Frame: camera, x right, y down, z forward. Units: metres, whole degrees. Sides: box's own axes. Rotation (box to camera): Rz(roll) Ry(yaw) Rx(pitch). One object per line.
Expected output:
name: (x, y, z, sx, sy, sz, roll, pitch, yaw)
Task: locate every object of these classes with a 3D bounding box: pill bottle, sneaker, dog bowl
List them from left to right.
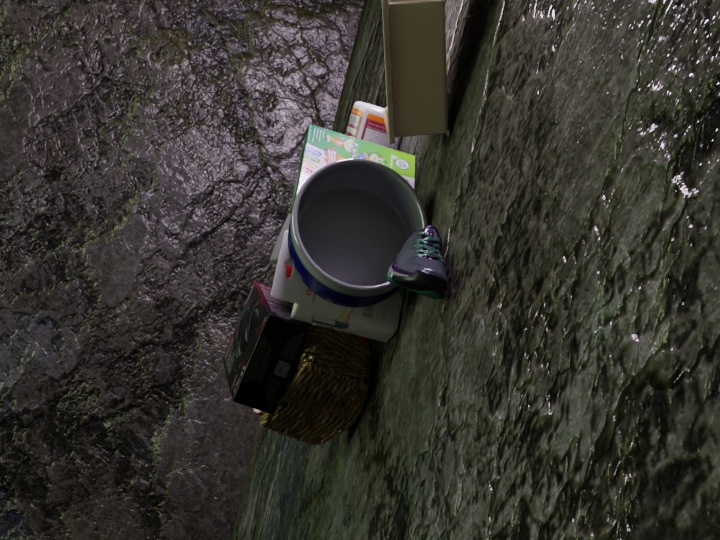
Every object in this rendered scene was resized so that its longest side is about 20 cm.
dog bowl: (-0.006, -0.053, 1.263, 0.079, 0.196, 0.204, 119, 163, -66)
pill bottle: (0.012, -0.221, 1.724, 0.110, 0.107, 0.204, -109, 35, -75)
sneaker: (0.075, -0.018, 1.106, 0.200, 0.073, 0.089, -161, 91, -82)

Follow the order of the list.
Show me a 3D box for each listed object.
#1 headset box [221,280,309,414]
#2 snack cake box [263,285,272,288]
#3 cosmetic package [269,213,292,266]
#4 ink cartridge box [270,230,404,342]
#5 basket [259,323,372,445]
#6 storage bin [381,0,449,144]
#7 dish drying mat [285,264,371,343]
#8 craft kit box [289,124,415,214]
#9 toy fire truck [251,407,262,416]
headset box: (-0.159, 0.118, 1.421, 0.151, 0.076, 0.200, -65, 20, 9)
snack cake box: (-0.096, 0.108, 1.569, 0.067, 0.196, 0.117, 100, -179, -72)
cosmetic package: (-0.083, -0.051, 1.603, 0.199, 0.089, 0.109, -13, 52, 65)
ink cartridge box: (-0.036, 0.024, 1.325, 0.067, 0.196, 0.119, 126, 158, -66)
basket: (-0.064, 0.170, 1.441, 0.201, 0.141, 0.151, -54, 24, 38)
storage bin: (0.075, -0.321, 1.315, 0.199, 0.092, 0.204, -96, 1, -66)
dish drying mat: (-0.062, 0.056, 1.502, 0.018, 0.197, 0.078, -13, -59, -67)
craft kit box: (-0.008, -0.142, 1.433, 0.202, 0.194, 0.049, -85, 17, -47)
toy fire truck: (-0.159, 0.174, 1.712, 0.201, 0.112, 0.168, -51, 47, 8)
